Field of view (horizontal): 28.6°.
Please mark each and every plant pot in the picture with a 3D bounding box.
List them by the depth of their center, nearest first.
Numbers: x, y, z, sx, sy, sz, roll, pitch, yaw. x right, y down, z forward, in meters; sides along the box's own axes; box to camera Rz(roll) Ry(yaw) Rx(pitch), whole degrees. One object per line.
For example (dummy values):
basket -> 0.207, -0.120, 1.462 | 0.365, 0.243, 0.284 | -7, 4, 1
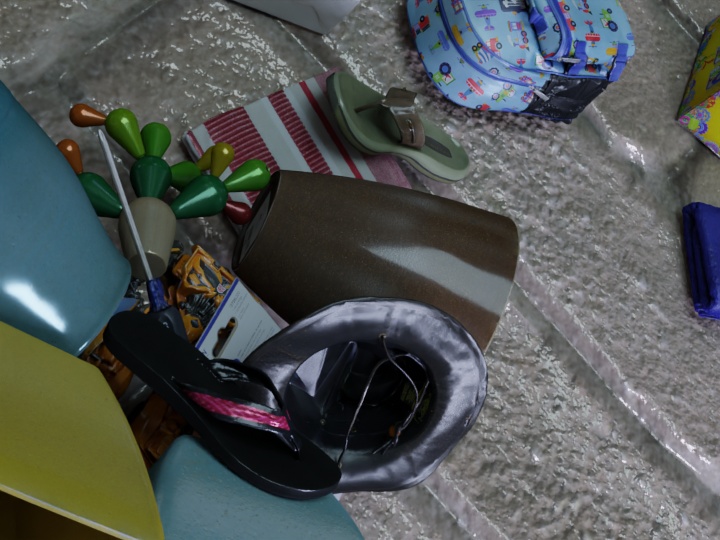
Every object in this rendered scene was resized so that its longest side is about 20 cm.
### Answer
plant pot -> -0.256, 0.137, 0.893 | 0.200, 0.200, 0.177 | 29, 28, -26
plant pot -> -0.104, 0.234, 0.979 | 0.196, 0.196, 0.200 | 21, 41, -25
plant pot -> -0.272, -0.018, 0.998 | 0.188, 0.200, 0.200 | 46, 48, -24
plant pot -> 0.000, 0.000, 1.184 | 0.200, 0.187, 0.187 | 24, 54, -14

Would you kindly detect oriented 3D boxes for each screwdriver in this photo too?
screwdriver -> -0.157, -0.009, 1.042 | 0.028, 0.029, 0.200 | -49, 129, -66

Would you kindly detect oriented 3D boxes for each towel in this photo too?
towel -> -0.056, -0.095, 1.290 | 0.200, 0.023, 0.144 | -29, 86, -40
towel -> 0.443, 0.012, 1.567 | 0.200, 0.050, 0.148 | 18, 50, -26

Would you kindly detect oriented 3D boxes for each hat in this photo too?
hat -> -0.008, 0.082, 1.089 | 0.200, 0.201, 0.081 | 20, 24, -26

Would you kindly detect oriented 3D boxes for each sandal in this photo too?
sandal -> -0.093, 0.088, 0.990 | 0.200, 0.045, 0.075 | 39, 23, 3
sandal -> 0.041, -0.143, 1.330 | 0.201, 0.057, 0.080 | 18, 49, -44

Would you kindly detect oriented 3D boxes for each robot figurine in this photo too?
robot figurine -> -0.149, 0.063, 1.116 | 0.145, 0.058, 0.200 | 42, 50, -13

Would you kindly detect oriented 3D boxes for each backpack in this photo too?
backpack -> 0.155, -0.253, 1.447 | 0.200, 0.135, 0.183 | 0, 65, -32

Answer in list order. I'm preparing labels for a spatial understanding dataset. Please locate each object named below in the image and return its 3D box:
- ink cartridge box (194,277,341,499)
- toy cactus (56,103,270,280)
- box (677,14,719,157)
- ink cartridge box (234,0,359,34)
ink cartridge box -> -0.071, 0.107, 1.114 | 0.200, 0.037, 0.095 | 55, 47, -32
toy cactus -> -0.174, -0.054, 1.126 | 0.200, 0.102, 0.165 | 10, 42, -15
box -> 0.505, -0.206, 1.673 | 0.200, 0.122, 0.193 | 37, 50, -14
ink cartridge box -> -0.064, -0.344, 1.383 | 0.116, 0.067, 0.200 | 16, 58, -28
